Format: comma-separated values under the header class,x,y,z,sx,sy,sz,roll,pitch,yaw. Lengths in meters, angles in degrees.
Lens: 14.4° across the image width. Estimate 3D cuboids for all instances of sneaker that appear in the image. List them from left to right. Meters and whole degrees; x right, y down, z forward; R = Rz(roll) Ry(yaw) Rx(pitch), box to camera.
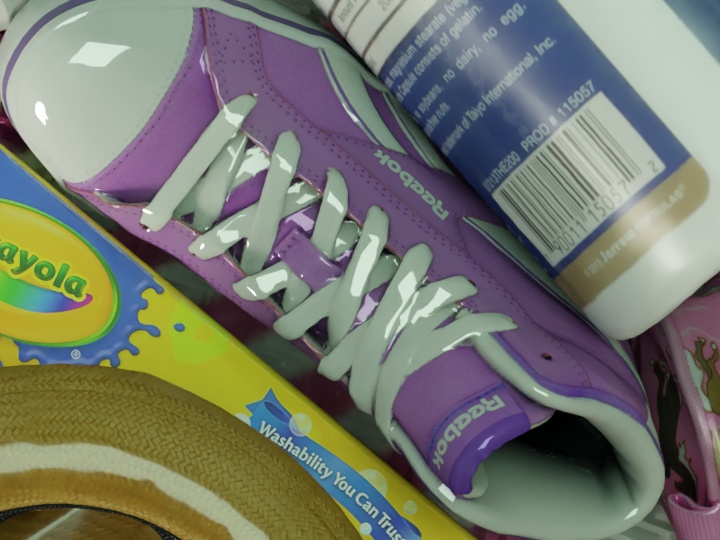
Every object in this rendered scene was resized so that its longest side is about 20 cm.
class,x,y,z,sx,sy,sz,roll,pitch,yaw
sneaker,0.001,0.000,0.718,0.200,0.114,0.073,30,108,-23

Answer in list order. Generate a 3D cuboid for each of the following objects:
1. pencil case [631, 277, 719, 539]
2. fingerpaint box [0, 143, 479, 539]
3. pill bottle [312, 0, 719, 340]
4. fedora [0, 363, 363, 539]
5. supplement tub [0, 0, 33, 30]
class,x,y,z,sx,sy,sz,roll,pitch,yaw
pencil case,0.172,0.028,0.785,0.199,0.087,0.083,-11,97,-6
fingerpaint box,-0.078,0.089,0.753,0.200,0.073,0.167,40,83,-4
pill bottle,0.042,-0.090,0.722,0.111,0.111,0.200,-40,87,-8
fedora,-0.080,0.119,0.674,0.200,0.082,0.201,0,93,-4
supplement tub,-0.168,-0.089,0.716,0.200,0.140,0.140,-38,93,-8
